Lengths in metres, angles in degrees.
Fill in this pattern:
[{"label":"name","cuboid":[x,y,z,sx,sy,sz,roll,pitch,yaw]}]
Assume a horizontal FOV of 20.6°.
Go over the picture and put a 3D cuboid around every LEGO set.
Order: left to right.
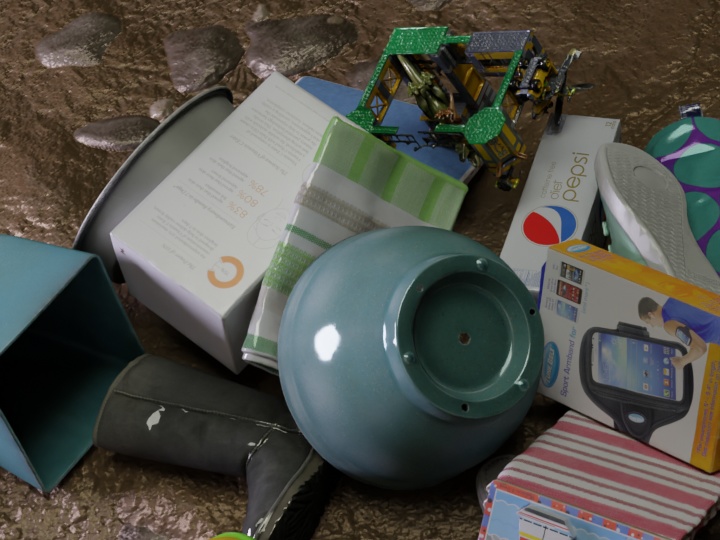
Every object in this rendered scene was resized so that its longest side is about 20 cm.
[{"label":"LEGO set","cuboid":[0.091,-0.122,1.660,0.199,0.116,0.154,-5,54,34]}]

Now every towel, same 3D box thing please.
[{"label":"towel","cuboid":[0.000,0.000,1.538,0.031,0.149,0.201,11,78,54]},{"label":"towel","cuboid":[0.193,0.151,1.434,0.146,0.030,0.200,16,24,25]}]

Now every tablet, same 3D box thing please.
[{"label":"tablet","cuboid":[0.013,-0.119,1.742,0.199,0.014,0.130,16,35,17]}]

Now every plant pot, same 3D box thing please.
[{"label":"plant pot","cuboid":[-0.304,0.058,1.610,0.199,0.142,0.141,17,53,35]},{"label":"plant pot","cuboid":[0.055,0.056,1.456,0.199,0.134,0.202,4,79,-22]}]

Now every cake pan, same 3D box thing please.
[{"label":"cake pan","cuboid":[-0.163,-0.066,1.660,0.037,0.200,0.200,40,63,9]}]

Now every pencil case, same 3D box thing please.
[{"label":"pencil case","cuboid":[0.290,-0.037,1.592,0.092,0.085,0.201,-19,47,7]}]

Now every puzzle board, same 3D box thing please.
[{"label":"puzzle board","cuboid":[0.160,0.243,1.338,0.199,0.152,0.017,17,13,26]}]

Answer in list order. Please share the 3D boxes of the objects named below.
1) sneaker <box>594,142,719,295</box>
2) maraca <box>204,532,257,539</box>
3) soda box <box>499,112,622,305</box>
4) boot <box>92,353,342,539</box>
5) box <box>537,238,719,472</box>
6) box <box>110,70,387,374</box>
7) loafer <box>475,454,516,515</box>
[{"label":"sneaker","cuboid":[0.211,-0.001,1.548,0.073,0.118,0.201,4,46,-25]},{"label":"maraca","cuboid":[-0.090,0.260,1.372,0.200,0.107,0.138,35,104,58]},{"label":"soda box","cuboid":[0.165,-0.037,1.631,0.063,0.068,0.201,7,51,20]},{"label":"boot","cuboid":[-0.119,0.144,1.529,0.199,0.073,0.182,15,39,16]},{"label":"box","cuboid":[0.199,0.057,1.469,0.199,0.120,0.041,22,26,39]},{"label":"box","cuboid":[-0.083,-0.040,1.587,0.124,0.098,0.200,35,68,22]},{"label":"loafer","cuboid":[0.146,0.197,1.419,0.070,0.070,0.200,-30,49,-15]}]
